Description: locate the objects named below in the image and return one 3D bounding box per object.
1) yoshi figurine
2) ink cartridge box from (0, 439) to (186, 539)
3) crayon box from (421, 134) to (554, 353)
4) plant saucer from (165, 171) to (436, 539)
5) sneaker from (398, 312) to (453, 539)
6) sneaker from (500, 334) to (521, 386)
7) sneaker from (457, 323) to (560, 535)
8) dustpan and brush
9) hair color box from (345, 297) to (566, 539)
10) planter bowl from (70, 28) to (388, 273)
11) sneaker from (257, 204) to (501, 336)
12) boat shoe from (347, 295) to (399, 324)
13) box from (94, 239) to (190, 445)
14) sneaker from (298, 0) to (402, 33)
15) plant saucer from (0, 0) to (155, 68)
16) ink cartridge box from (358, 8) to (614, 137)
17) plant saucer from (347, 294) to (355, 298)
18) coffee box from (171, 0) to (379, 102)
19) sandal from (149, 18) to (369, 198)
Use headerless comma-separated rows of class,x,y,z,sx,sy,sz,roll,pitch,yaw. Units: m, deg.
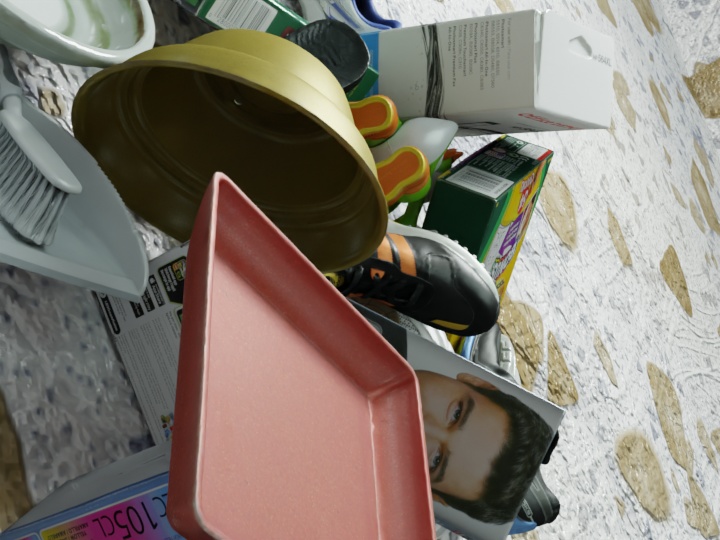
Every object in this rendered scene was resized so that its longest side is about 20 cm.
yoshi figurine,0.018,-0.082,0.927,0.200,0.112,0.113,10,100,-77
ink cartridge box,-0.074,0.188,0.549,0.200,0.136,0.076,62,29,-6
crayon box,0.101,-0.017,0.983,0.200,0.058,0.173,-37,145,-61
plant saucer,-0.027,0.083,0.534,0.200,0.037,0.200,46,27,-39
sneaker,0.033,0.107,0.857,0.082,0.075,0.201,25,49,-53
sneaker,0.124,0.153,0.984,0.099,0.078,0.200,57,32,-32
sneaker,0.116,0.126,0.894,0.071,0.082,0.200,101,-14,-46
dustpan and brush,-0.196,-0.078,0.617,0.139,0.057,0.200,24,19,-53
hair color box,0.019,0.091,0.711,0.099,0.200,0.061,-62,175,-13
planter bowl,-0.068,-0.087,0.674,0.200,0.200,0.084,44,52,-35
sneaker,0.000,0.000,0.772,0.200,0.070,0.090,33,43,7
boat shoe,-0.008,0.116,0.785,0.065,0.072,0.201,79,17,-57
box,-0.076,0.082,0.654,0.035,0.110,0.201,-16,83,-62
sneaker,-0.031,-0.286,1.035,0.200,0.088,0.075,58,31,-11
plant saucer,-0.215,-0.187,0.657,0.200,0.050,0.200,41,23,-21
ink cartridge box,0.103,-0.167,0.966,0.146,0.200,0.085,1,91,-52
plant saucer,-0.065,-0.040,0.849,0.200,0.032,0.201,41,36,-39
coffee box,-0.084,-0.198,0.862,0.123,0.044,0.200,40,11,35
sandal,-0.076,-0.126,0.771,0.200,0.048,0.075,-40,81,-24
